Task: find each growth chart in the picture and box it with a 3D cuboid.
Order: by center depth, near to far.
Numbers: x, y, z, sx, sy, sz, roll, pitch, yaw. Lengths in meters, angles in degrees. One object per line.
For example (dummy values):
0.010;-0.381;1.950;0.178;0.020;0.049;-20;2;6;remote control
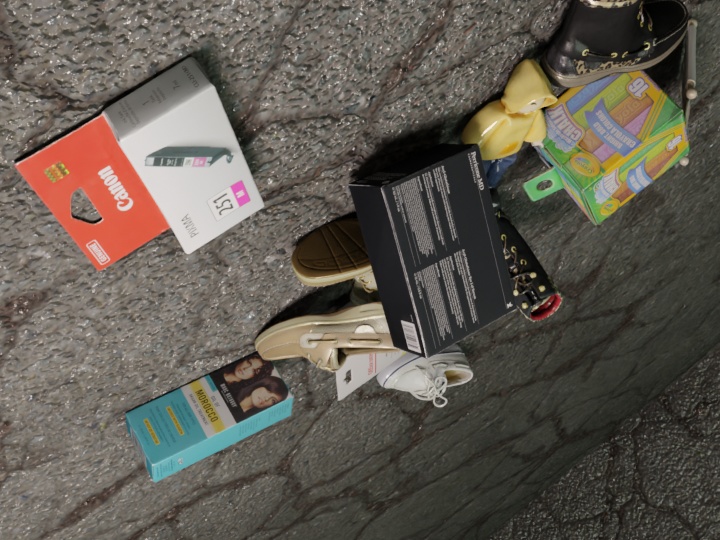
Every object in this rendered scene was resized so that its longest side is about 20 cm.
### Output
0.430;-0.227;1.325;0.017;0.147;0.200;2;157;15;growth chart

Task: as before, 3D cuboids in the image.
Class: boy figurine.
0.174;-0.158;1.178;0.123;0.065;0.201;-6;144;-31;boy figurine

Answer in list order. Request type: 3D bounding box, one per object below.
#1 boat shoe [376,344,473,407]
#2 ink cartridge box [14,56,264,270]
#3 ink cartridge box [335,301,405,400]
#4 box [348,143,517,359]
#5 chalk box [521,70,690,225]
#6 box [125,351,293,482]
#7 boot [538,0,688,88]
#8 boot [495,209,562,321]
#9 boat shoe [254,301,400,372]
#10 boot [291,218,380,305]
0.115;0.178;1.631;0.200;0.087;0.075;-3;139;-49;boat shoe
-0.187;-0.075;0.901;0.172;0.044;0.201;-34;154;-9;ink cartridge box
0.028;0.075;1.360;0.199;0.068;0.116;-34;154;-18;ink cartridge box
0.084;-0.025;1.137;0.140;0.079;0.203;-24;108;-25;box
0.295;-0.152;1.266;0.199;0.124;0.124;-40;153;8;chalk box
-0.189;0.181;1.272;0.198;0.083;0.049;-24;152;-24;box
0.297;-0.290;1.103;0.197;0.074;0.151;-20;153;-16;boot
0.190;-0.020;1.321;0.073;0.155;0.203;-40;154;10;boot
-0.042;0.091;1.251;0.197;0.066;0.072;-13;162;18;boat shoe
0.000;0.000;1.223;0.198;0.072;0.156;-23;154;-25;boot
